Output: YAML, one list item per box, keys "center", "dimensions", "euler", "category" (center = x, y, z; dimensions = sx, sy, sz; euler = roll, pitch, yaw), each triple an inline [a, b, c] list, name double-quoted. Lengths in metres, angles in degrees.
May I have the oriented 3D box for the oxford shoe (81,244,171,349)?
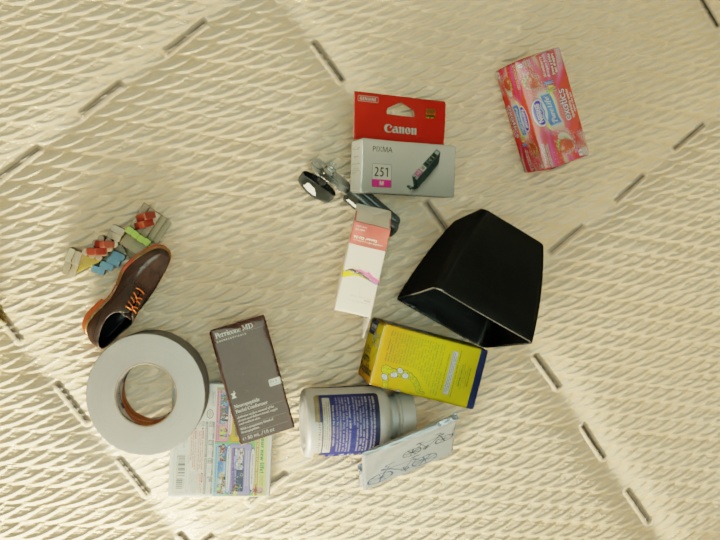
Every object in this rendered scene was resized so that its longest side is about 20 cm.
- center: [-0.380, 0.047, 1.375]
  dimensions: [0.201, 0.072, 0.071]
  euler: [-52, 131, 0]
  category: "oxford shoe"

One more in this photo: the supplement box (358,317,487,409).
- center: [0.110, 0.165, 1.476]
  dimensions: [0.197, 0.109, 0.112]
  euler: [15, 90, -12]
  category: "supplement box"

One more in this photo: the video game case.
- center: [-0.245, 0.298, 1.454]
  dimensions: [0.178, 0.022, 0.204]
  euler: [3, 92, -12]
  category: "video game case"

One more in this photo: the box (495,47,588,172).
- center: [0.330, -0.289, 1.501]
  dimensions: [0.094, 0.100, 0.203]
  euler: [-19, 97, -10]
  category: "box"

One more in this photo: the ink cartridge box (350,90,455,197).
- center: [0.079, -0.221, 1.457]
  dimensions: [0.197, 0.043, 0.177]
  euler: [0, 94, -28]
  category: "ink cartridge box"

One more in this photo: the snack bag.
- center: [0.080, 0.319, 1.449]
  dimensions: [0.186, 0.201, 0.022]
  euler: [-20, 61, -9]
  category: "snack bag"

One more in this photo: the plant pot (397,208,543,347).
- center: [0.211, 0.009, 1.453]
  dimensions: [0.197, 0.200, 0.180]
  euler: [28, 77, -11]
  category: "plant pot"

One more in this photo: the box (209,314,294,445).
- center: [-0.187, 0.187, 1.416]
  dimensions: [0.098, 0.075, 0.203]
  euler: [-16, 85, -13]
  category: "box"

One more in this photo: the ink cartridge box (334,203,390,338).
- center: [0.000, 0.000, 1.421]
  dimensions: [0.066, 0.117, 0.203]
  euler: [12, 109, -2]
  category: "ink cartridge box"

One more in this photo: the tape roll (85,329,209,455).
- center: [-0.356, 0.204, 1.389]
  dimensions: [0.196, 0.066, 0.204]
  euler: [0, 92, -2]
  category: "tape roll"

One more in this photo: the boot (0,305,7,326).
- center: [-0.645, 0.124, 1.335]
  dimensions: [0.153, 0.073, 0.203]
  euler: [-22, 92, -7]
  category: "boot"

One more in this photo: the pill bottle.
- center: [-0.005, 0.264, 1.452]
  dimensions: [0.196, 0.120, 0.122]
  euler: [-1, 93, -11]
  category: "pill bottle"

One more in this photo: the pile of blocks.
- center: [-0.409, -0.038, 1.380]
  dimensions: [0.198, 0.062, 0.083]
  euler: [-33, 99, -8]
  category: "pile of blocks"

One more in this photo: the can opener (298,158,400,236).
- center: [-0.017, -0.128, 1.470]
  dimensions: [0.199, 0.053, 0.067]
  euler: [35, 121, -10]
  category: "can opener"
